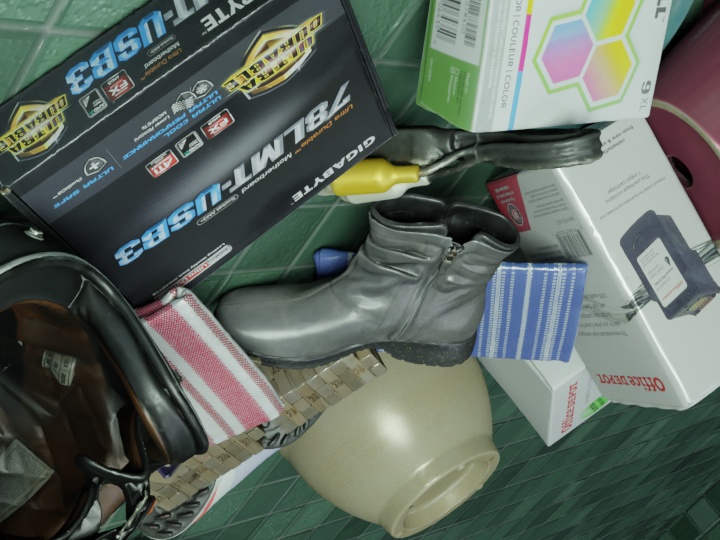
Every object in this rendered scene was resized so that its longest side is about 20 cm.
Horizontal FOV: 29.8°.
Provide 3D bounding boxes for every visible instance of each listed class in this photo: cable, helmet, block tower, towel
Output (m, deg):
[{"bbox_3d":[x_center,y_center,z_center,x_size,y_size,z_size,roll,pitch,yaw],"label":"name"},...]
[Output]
[{"bbox_3d":[0.064,-0.066,0.849,0.097,0.198,0.051,-17,108,-58],"label":"cable"},{"bbox_3d":[-0.192,0.069,0.674,0.200,0.191,0.200,-40,-171,7],"label":"helmet"},{"bbox_3d":[-0.083,0.098,1.006,0.199,0.058,0.054,-34,147,5],"label":"block tower"},{"bbox_3d":[-0.162,0.084,0.846,0.198,0.030,0.147,-23,143,7],"label":"towel"},{"bbox_3d":[0.066,0.025,1.023,0.198,0.024,0.145,3,151,5],"label":"towel"}]

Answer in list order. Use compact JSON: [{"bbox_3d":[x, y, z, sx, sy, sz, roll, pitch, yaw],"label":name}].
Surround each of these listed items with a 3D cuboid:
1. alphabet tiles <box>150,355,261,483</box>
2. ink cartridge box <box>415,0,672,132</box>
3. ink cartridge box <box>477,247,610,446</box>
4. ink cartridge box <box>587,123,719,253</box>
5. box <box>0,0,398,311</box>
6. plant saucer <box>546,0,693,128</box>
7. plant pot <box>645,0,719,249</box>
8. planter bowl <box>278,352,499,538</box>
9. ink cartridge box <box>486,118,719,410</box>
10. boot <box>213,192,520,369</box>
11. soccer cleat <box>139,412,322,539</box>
[{"bbox_3d":[-0.184,0.112,0.912,0.166,0.008,0.200,15,127,-36],"label":"alphabet tiles"},{"bbox_3d":[0.134,-0.147,0.822,0.198,0.059,0.105,-8,116,-34],"label":"ink cartridge box"},{"bbox_3d":[0.199,0.022,1.185,0.199,0.146,0.147,-34,156,-10],"label":"ink cartridge box"},{"bbox_3d":[0.296,-0.082,1.120,0.199,0.162,0.050,-21,146,-34],"label":"ink cartridge box"},{"bbox_3d":[-0.084,-0.075,0.746,0.199,0.050,0.199,-36,155,-3],"label":"box"},{"bbox_3d":[0.153,-0.162,0.945,0.199,0.027,0.201,-31,155,-17],"label":"plant saucer"},{"bbox_3d":[0.295,-0.116,0.999,0.178,0.200,0.201,-35,156,-19],"label":"plant pot"},{"bbox_3d":[0.039,0.149,1.203,0.199,0.135,0.201,-30,155,-15],"label":"planter bowl"},{"bbox_3d":[0.195,-0.005,1.013,0.084,0.201,0.145,-31,-176,-13],"label":"ink cartridge box"},{"bbox_3d":[0.000,0.000,0.922,0.198,0.070,0.132,-2,138,-14],"label":"boot"},{"bbox_3d":[-0.101,0.134,1.085,0.200,0.068,0.073,-42,180,0],"label":"soccer cleat"}]
